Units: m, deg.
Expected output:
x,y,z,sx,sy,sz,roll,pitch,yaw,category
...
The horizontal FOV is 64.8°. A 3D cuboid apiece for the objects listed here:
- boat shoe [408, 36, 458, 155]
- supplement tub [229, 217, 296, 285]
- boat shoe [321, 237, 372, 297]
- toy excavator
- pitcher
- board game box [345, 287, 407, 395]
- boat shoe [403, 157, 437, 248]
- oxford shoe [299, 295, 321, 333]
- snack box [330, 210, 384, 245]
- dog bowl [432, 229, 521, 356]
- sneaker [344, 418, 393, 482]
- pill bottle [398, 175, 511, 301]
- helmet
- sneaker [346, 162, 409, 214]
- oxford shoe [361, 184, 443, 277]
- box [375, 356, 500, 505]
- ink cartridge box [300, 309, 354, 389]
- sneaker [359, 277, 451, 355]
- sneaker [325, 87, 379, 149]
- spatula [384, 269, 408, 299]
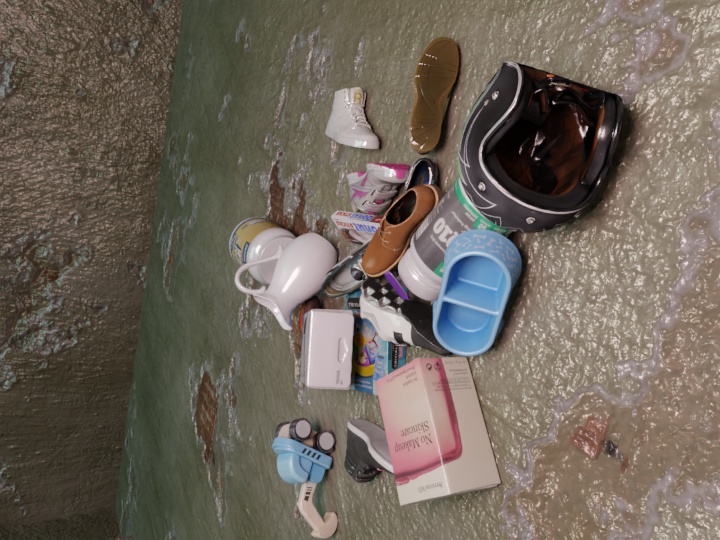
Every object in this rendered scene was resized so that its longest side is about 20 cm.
x,y,z,sx,sy,sz,roll,pitch,yaw,category
0.121,-0.300,0.985,0.065,0.072,0.202,63,-138,-87,boat shoe
-0.236,-0.047,1.434,0.200,0.143,0.146,28,110,55,supplement tub
0.000,0.000,1.085,0.076,0.060,0.200,47,134,-7,boat shoe
-0.118,0.448,1.227,0.100,0.194,0.201,-28,36,52,toy excavator
-0.159,0.001,1.244,0.201,0.171,0.121,-54,6,-19,pitcher
0.026,0.134,1.103,0.150,0.047,0.203,-5,83,56,board game box
0.097,-0.098,0.986,0.066,0.069,0.202,-11,-65,-82,boat shoe
-0.086,0.146,1.270,0.072,0.071,0.202,-19,74,33,oxford shoe
0.015,-0.079,1.126,0.199,0.024,0.072,16,145,56,snack box
0.162,0.040,0.822,0.110,0.050,0.202,16,124,12,dog bowl
0.030,0.359,1.058,0.200,0.070,0.100,17,103,62,sneaker
0.148,-0.049,0.877,0.200,0.112,0.114,-54,45,39,pill bottle
0.214,-0.148,0.718,0.200,0.198,0.192,47,127,48,helmet
0.036,-0.155,1.094,0.200,0.080,0.089,174,95,-69,sneaker
0.050,-0.066,0.942,0.072,0.071,0.201,53,125,26,oxford shoe
0.116,0.251,0.896,0.128,0.108,0.202,-40,54,47,box
-0.071,0.154,1.123,0.200,0.083,0.146,144,129,-77,ink cartridge box
0.079,0.098,0.983,0.199,0.074,0.089,35,131,29,sneaker
-0.014,-0.325,1.191,0.200,0.073,0.117,40,123,52,sneaker
0.067,0.017,0.979,0.020,0.200,0.057,-37,91,10,spatula
